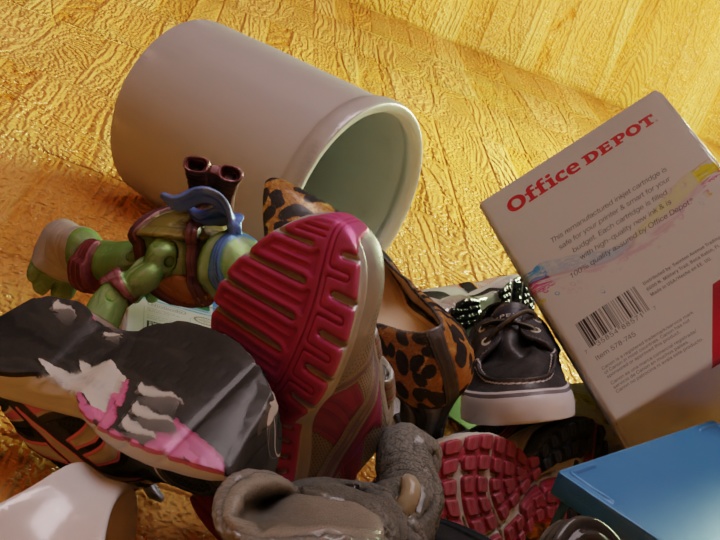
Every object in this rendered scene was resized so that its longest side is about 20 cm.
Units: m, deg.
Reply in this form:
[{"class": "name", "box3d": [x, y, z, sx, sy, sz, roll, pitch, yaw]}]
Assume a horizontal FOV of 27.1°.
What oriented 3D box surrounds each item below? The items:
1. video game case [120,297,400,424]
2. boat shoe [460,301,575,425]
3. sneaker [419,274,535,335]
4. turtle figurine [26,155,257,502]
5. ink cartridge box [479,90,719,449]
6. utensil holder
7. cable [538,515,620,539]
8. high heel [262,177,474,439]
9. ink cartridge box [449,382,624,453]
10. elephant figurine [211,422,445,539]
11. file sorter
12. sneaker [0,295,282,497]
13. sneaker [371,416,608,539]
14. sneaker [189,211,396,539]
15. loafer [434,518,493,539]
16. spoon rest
[{"class": "video game case", "box3d": [-0.070, 0.045, 1.041, 0.199, 0.024, 0.182, 17, 18, -13]}, {"class": "boat shoe", "box3d": [0.097, 0.052, 0.942, 0.069, 0.067, 0.200, -5, 5, 7]}, {"class": "sneaker", "box3d": [0.067, 0.036, 1.079, 0.079, 0.074, 0.200, 8, 3, 29]}, {"class": "turtle figurine", "box3d": [-0.114, 0.037, 0.877, 0.143, 0.201, 0.193, -32, 25, -23]}, {"class": "ink cartridge box", "box3d": [0.197, 0.019, 0.973, 0.145, 0.145, 0.201, 51, 10, -51]}, {"class": "utensil holder", "box3d": [-0.078, -0.095, 1.201, 0.199, 0.171, 0.169, 30, 19, 28]}, {"class": "cable", "box3d": [0.128, 0.204, 0.641, 0.097, 0.050, 0.200, -41, 89, -27]}, {"class": "high heel", "box3d": [0.000, 0.000, 0.861, 0.071, 0.143, 0.201, -29, 71, -15]}, {"class": "ink cartridge box", "box3d": [0.133, 0.101, 1.084, 0.145, 0.048, 0.200, 3, 28, -45]}, {"class": "elephant figurine", "box3d": [-0.014, 0.144, 0.651, 0.155, 0.142, 0.200, 37, 7, -40]}, {"class": "file sorter", "box3d": [0.182, 0.177, 0.789, 0.138, 0.123, 0.199, 33, 21, 29]}, {"class": "sneaker", "box3d": [-0.110, 0.075, 0.743, 0.199, 0.087, 0.080, 19, 47, 42]}, {"class": "sneaker", "box3d": [0.069, 0.132, 0.888, 0.074, 0.081, 0.199, -2, -1, 40]}, {"class": "sneaker", "box3d": [-0.025, 0.052, 0.753, 0.081, 0.201, 0.088, 39, 39, 27]}, {"class": "loafer", "box3d": [0.056, 0.184, 0.705, 0.072, 0.073, 0.200, 4, 24, -37]}, {"class": "spoon rest", "box3d": [-0.143, 0.131, 0.634, 0.099, 0.061, 0.200, 24, 17, 6]}]
